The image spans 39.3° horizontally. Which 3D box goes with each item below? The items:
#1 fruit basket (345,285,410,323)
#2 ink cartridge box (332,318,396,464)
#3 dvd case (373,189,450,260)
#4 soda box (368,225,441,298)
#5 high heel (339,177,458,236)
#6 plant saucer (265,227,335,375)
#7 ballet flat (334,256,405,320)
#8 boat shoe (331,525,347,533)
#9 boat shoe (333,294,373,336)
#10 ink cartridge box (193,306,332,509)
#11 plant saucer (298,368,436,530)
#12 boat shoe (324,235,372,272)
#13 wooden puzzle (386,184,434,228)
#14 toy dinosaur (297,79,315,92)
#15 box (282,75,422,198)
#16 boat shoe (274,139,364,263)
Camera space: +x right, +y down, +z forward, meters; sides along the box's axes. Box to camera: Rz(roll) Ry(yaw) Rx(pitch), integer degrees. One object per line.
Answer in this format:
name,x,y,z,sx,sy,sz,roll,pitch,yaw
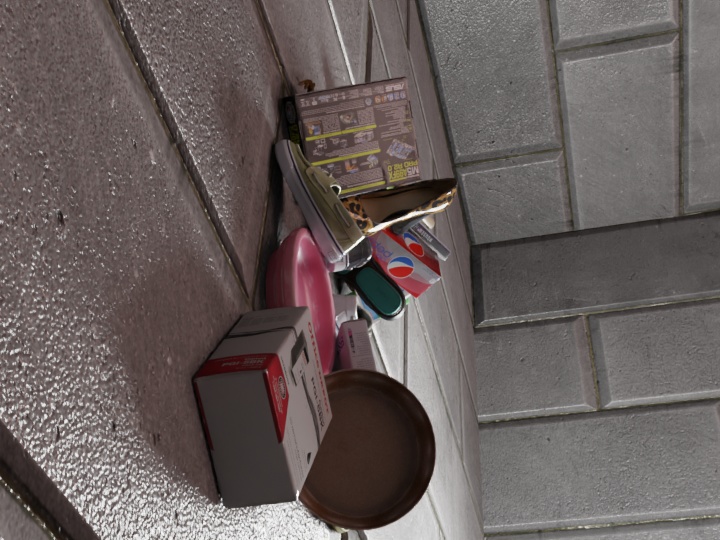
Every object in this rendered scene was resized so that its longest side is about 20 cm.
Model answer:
fruit basket,0.014,-0.017,1.730,0.185,0.093,0.203,-20,93,-70
ink cartridge box,-0.004,0.197,1.409,0.197,0.043,0.203,109,-28,-64
dvd case,0.053,-0.096,1.740,0.200,0.025,0.150,41,-8,-39
soda box,0.042,-0.043,1.662,0.199,0.063,0.070,36,29,-25
high heel,0.053,-0.112,1.541,0.199,0.142,0.072,5,57,-49
plant saucer,-0.080,0.048,1.327,0.200,0.050,0.204,-9,90,-79
ballet flat,0.000,0.000,1.567,0.201,0.073,0.073,50,3,16
boat shoe,-0.013,0.331,1.433,0.201,0.065,0.073,56,27,-67
boat shoe,-0.011,0.091,1.601,0.200,0.066,0.075,54,31,-68
ink cartridge box,-0.098,0.140,1.089,0.200,0.082,0.149,-62,142,-70
plant saucer,-0.004,0.225,1.272,0.032,0.197,0.203,116,-27,-68
boat shoe,-0.027,-0.034,1.460,0.200,0.067,0.073,-173,-103,-77
wooden puzzle,0.024,-0.154,1.706,0.199,0.037,0.185,38,-2,33
toy dinosaur,-0.075,-0.248,1.579,0.202,0.059,0.107,-78,-178,-45
box,-0.009,-0.197,1.515,0.044,0.198,0.163,8,-70,60
boat shoe,-0.056,-0.101,1.368,0.202,0.061,0.072,62,2,25
